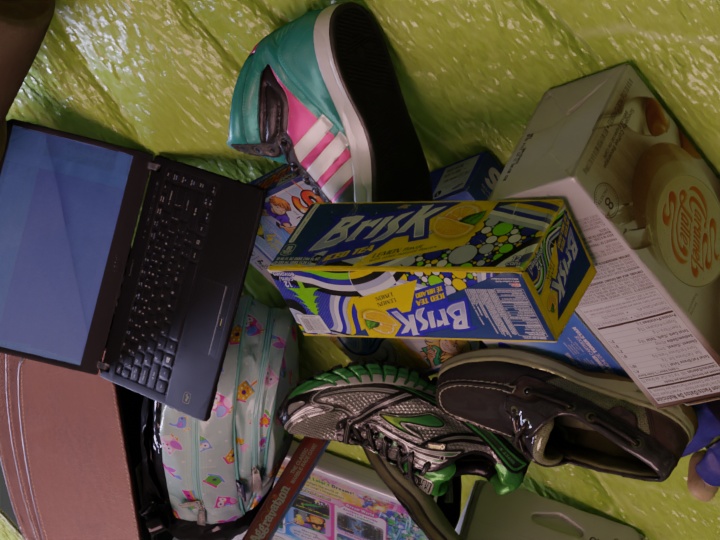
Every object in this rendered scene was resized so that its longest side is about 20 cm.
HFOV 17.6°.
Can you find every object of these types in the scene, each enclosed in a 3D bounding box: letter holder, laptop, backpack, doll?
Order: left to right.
[{"bbox_3d":[-0.244,0.147,1.908,0.142,0.101,0.200,-5,106,10],"label":"letter holder"},{"bbox_3d":[-0.188,-0.002,1.721,0.200,0.178,0.103,19,-173,43],"label":"laptop"},{"bbox_3d":[-0.112,0.101,1.842,0.126,0.167,0.200,1,138,-2],"label":"backpack"},{"bbox_3d":[0.273,0.095,1.649,0.136,0.048,0.200,34,143,-6],"label":"doll"}]

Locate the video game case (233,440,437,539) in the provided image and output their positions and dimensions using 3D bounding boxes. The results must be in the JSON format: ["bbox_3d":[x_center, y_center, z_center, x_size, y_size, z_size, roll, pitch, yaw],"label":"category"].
[{"bbox_3d":[-0.026,0.220,2.012,0.200,0.024,0.182,19,141,16],"label":"video game case"}]

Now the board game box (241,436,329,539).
[{"bbox_3d":[-0.059,0.175,1.836,0.019,0.200,0.103,31,142,2],"label":"board game box"}]

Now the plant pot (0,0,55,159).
[{"bbox_3d":[-0.307,-0.163,1.654,0.200,0.200,0.175,40,123,-13],"label":"plant pot"}]

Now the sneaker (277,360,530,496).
[{"bbox_3d":[0.036,0.121,1.751,0.200,0.085,0.078,7,155,-4],"label":"sneaker"}]

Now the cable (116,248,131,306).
[{"bbox_3d":[-0.251,-0.037,1.858,0.200,0.051,0.163,39,137,-7],"label":"cable"}]

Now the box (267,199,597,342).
[{"bbox_3d":[0.044,0.000,1.493,0.200,0.070,0.064,1,133,36],"label":"box"}]

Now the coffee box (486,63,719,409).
[{"bbox_3d":[0.186,-0.020,1.524,0.080,0.114,0.200,-16,124,44],"label":"coffee box"}]

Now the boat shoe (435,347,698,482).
[{"bbox_3d":[0.139,0.107,1.666,0.201,0.066,0.072,10,139,25],"label":"boat shoe"}]

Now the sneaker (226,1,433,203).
[{"bbox_3d":[-0.030,-0.080,1.600,0.121,0.084,0.200,-4,107,39],"label":"sneaker"}]

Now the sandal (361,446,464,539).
[{"bbox_3d":[0.057,0.169,1.815,0.201,0.057,0.080,53,178,37],"label":"sandal"}]

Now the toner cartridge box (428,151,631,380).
[{"bbox_3d":[0.112,0.010,1.664,0.095,0.043,0.200,-19,121,46],"label":"toner cartridge box"}]

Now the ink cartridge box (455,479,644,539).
[{"bbox_3d":[0.132,0.274,1.905,0.146,0.083,0.200,19,142,3],"label":"ink cartridge box"}]

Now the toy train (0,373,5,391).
[{"bbox_3d":[-0.237,0.135,2.010,0.114,0.087,0.200,-22,117,36],"label":"toy train"}]

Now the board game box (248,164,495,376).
[{"bbox_3d":[0.000,0.000,1.734,0.200,0.034,0.135,44,141,-18],"label":"board game box"}]
